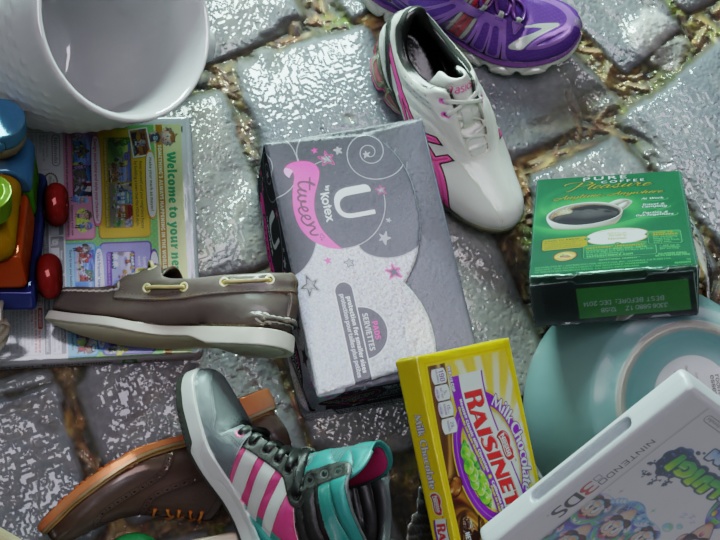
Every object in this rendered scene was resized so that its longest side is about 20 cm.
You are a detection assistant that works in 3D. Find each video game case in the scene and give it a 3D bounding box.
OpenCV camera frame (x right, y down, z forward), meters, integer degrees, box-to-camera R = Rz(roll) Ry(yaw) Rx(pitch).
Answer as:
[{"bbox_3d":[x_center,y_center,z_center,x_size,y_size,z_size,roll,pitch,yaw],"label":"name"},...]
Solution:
[{"bbox_3d":[-0.221,-0.024,1.104,0.181,0.022,0.201,-3,75,-8],"label":"video game case"},{"bbox_3d":[0.212,0.171,0.962,0.200,0.024,0.182,34,113,-33],"label":"video game case"}]

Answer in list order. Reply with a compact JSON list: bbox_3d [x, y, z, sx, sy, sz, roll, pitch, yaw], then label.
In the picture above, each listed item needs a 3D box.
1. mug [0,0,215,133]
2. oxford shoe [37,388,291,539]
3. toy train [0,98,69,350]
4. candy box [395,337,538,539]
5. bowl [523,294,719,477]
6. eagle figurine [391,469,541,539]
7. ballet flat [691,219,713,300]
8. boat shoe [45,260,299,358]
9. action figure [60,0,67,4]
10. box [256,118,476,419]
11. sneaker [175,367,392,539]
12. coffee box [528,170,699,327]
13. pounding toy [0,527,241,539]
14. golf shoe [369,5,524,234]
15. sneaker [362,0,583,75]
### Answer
[{"bbox_3d":[-0.205,-0.177,1.072,0.199,0.175,0.148,-3,90,-42],"label":"mug"},{"bbox_3d":[-0.142,0.162,1.040,0.199,0.071,0.073,-26,84,-14],"label":"oxford shoe"},{"bbox_3d":[-0.262,-0.018,0.997,0.084,0.116,0.201,-1,52,-5],"label":"toy train"},{"bbox_3d":[0.086,0.152,0.977,0.102,0.026,0.201,-8,84,-46],"label":"candy box"},{"bbox_3d":[0.228,0.101,1.026,0.200,0.105,0.202,1,82,-6],"label":"bowl"},{"bbox_3d":[0.060,0.209,1.027,0.151,0.152,0.200,31,78,22],"label":"eagle figurine"},{"bbox_3d":[0.261,0.028,1.130,0.072,0.072,0.201,1,75,-7],"label":"ballet flat"},{"bbox_3d":[-0.139,0.026,1.029,0.199,0.072,0.060,3,77,22],"label":"boat shoe"},{"bbox_3d":[-0.208,-0.335,1.166,0.134,0.149,0.200,-4,53,-38],"label":"action figure"},{"bbox_3d":[0.000,0.000,1.078,0.132,0.115,0.201,-10,76,-10],"label":"box"},{"bbox_3d":[-0.042,0.137,0.969,0.121,0.084,0.201,-32,78,16],"label":"sneaker"},{"bbox_3d":[0.192,-0.021,1.062,0.122,0.200,0.044,-5,113,10],"label":"coffee box"},{"bbox_3d":[-0.165,0.258,0.972,0.183,0.142,0.201,-10,77,-10],"label":"pounding toy"},{"bbox_3d":[0.072,-0.121,1.133,0.072,0.092,0.200,-29,82,-15],"label":"golf shoe"},{"bbox_3d":[0.093,-0.225,1.167,0.199,0.083,0.081,16,74,-4],"label":"sneaker"}]
